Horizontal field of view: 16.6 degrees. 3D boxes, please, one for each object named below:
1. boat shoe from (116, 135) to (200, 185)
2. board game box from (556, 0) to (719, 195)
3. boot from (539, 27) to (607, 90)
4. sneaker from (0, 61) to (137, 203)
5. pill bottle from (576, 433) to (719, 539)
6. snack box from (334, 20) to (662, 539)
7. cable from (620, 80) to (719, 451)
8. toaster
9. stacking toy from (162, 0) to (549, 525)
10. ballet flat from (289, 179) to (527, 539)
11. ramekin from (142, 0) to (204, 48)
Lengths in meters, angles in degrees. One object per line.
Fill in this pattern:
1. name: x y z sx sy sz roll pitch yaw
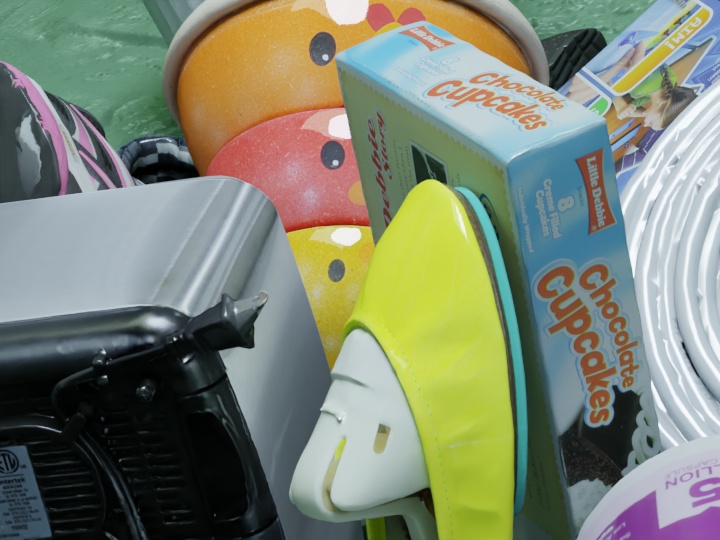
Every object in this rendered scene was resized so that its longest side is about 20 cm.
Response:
1. boat shoe: -0.062 0.016 0.957 0.071 0.091 0.200 -8 23 -20
2. board game box: 0.084 -0.016 0.933 0.200 0.034 0.135 -42 28 3
3. boot: 0.019 -0.052 1.110 0.130 0.068 0.200 -2 23 37
4. sneaker: -0.089 0.016 0.895 0.080 0.200 0.086 -23 -11 25
5. pill bottle: 0.110 0.136 0.635 0.112 0.112 0.200 -10 27 8
6. snack box: 0.049 0.032 0.765 0.037 0.200 0.116 -22 28 -18
7. cable: 0.175 0.007 0.788 0.200 0.069 0.200 9 70 24
8. toaster: -0.093 0.075 0.773 0.200 0.181 0.119 -7 26 14
9. stacking toy: 0.000 0.000 0.889 0.146 0.146 0.200 -8 59 11
10. ballet flat: 0.015 0.077 0.697 0.067 0.200 0.067 -12 11 -21
11. ramekin: -0.011 -0.150 1.197 0.200 0.098 0.200 -24 6 3
